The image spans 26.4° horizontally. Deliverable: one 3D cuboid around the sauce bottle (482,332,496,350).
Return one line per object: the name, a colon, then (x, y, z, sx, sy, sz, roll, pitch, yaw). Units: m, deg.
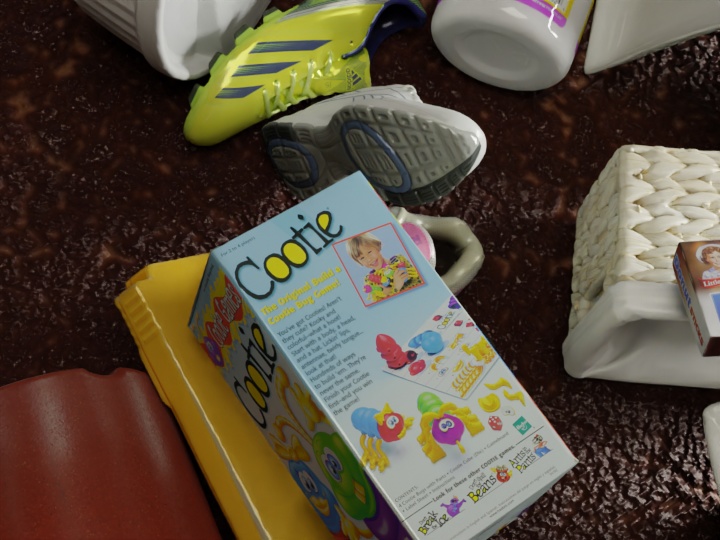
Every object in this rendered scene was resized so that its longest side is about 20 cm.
sauce bottle: (0.047, 0.113, 0.964, 0.066, 0.066, 0.200, 22, 39, -1)

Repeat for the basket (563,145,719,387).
basket: (0.246, 0.002, 1.022, 0.200, 0.136, 0.124, 5, 68, -6)

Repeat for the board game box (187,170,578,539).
board game box: (0.006, 0.066, 0.847, 0.105, 0.103, 0.200, -30, 75, -25)

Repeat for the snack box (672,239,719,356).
snack box: (0.292, 0.012, 0.920, 0.200, 0.024, 0.072, -3, 53, -8)

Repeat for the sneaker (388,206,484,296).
sneaker: (0.000, 0.000, 0.977, 0.200, 0.088, 0.081, -18, 73, -44)

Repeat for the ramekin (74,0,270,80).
ramekin: (-0.118, -0.235, 1.024, 0.094, 0.202, 0.203, 26, 71, 12)

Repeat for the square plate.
square plate: (0.251, -0.243, 1.088, 0.028, 0.200, 0.198, 25, 68, -31)

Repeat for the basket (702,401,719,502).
basket: (0.331, 0.142, 0.955, 0.200, 0.123, 0.136, -16, 50, 14)

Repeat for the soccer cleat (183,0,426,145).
soccer cleat: (-0.036, -0.146, 1.071, 0.200, 0.065, 0.084, -42, 85, -18)

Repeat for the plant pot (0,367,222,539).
plant pot: (-0.161, 0.174, 0.895, 0.200, 0.201, 0.195, -13, 67, -12)

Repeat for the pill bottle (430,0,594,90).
pill bottle: (0.129, -0.237, 1.102, 0.104, 0.104, 0.200, 22, 71, -1)

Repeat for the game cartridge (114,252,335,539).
game cartridge: (-0.050, 0.078, 0.963, 0.176, 0.032, 0.200, -12, 68, -54)

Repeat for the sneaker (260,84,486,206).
sneaker: (0.015, -0.094, 1.004, 0.087, 0.200, 0.075, -37, 116, -27)
